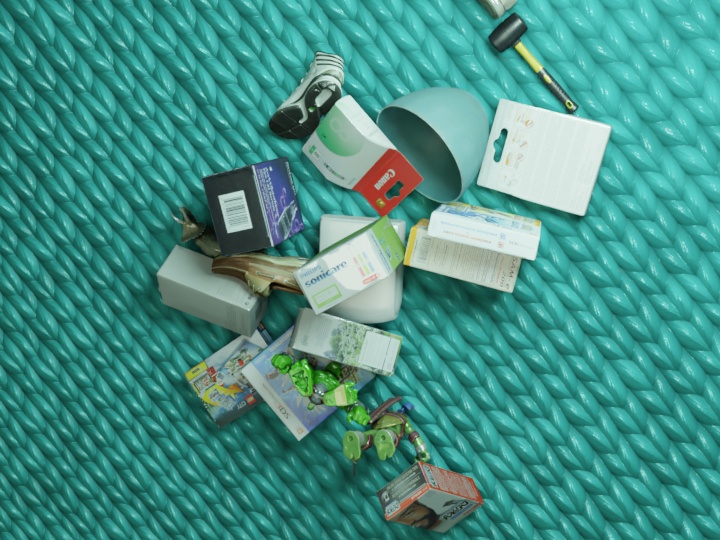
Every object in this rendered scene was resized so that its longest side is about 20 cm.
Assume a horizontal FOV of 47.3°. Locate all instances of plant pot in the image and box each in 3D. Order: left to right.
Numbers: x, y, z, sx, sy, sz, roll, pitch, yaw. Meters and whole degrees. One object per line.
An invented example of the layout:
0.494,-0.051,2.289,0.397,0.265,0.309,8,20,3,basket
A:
0.144,-0.237,1.424,0.135,0.200,0.200,-42,90,-20,plant pot

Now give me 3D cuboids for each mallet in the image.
0.313,-0.359,1.421,0.200,0.041,0.066,41,112,-2,mallet

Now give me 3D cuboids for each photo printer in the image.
0.000,0.000,1.557,0.165,0.069,0.202,6,103,13,photo printer

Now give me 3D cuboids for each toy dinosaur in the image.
-0.274,-0.048,1.597,0.199,0.102,0.077,33,108,6,toy dinosaur

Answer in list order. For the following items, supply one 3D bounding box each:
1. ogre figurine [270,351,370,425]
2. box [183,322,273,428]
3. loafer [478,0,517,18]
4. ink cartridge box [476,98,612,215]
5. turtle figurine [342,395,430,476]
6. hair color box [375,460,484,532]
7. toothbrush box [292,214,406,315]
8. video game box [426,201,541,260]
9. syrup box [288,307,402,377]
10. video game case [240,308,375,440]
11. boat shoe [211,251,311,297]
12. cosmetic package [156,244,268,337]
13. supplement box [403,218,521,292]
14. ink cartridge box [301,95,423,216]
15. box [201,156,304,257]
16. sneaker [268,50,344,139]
-0.073,0.216,1.529,0.198,0.120,0.099,14,86,-1,ogre figurine
-0.246,0.215,1.682,0.199,0.038,0.137,-33,93,18,box
0.195,-0.526,1.401,0.063,0.072,0.200,-39,98,2,loafer
0.323,-0.201,1.451,0.198,0.047,0.161,18,106,15,ink cartridge box
0.048,0.347,1.544,0.143,0.194,0.201,30,96,23,turtle figurine
0.135,0.432,1.557,0.111,0.199,0.064,-41,48,18,hair color box
-0.013,-0.014,1.415,0.145,0.200,0.087,-28,94,16,toothbrush box
0.218,-0.073,1.419,0.181,0.200,0.047,16,104,9,video game box
-0.029,0.134,1.544,0.198,0.081,0.079,17,83,-9,syrup box
-0.102,0.199,1.612,0.200,0.045,0.182,-40,93,3,video game case
-0.179,0.010,1.532,0.198,0.076,0.075,4,76,3,boat shoe
-0.287,0.041,1.607,0.199,0.085,0.108,22,146,8,cosmetic package
0.188,-0.031,1.475,0.198,0.126,0.074,15,104,9,supplement box
-0.001,-0.193,1.484,0.200,0.050,0.161,50,145,1,ink cartridge box
-0.191,-0.121,1.509,0.103,0.200,0.149,-11,101,16,box
-0.090,-0.326,1.514,0.075,0.116,0.200,32,143,-26,sneaker
